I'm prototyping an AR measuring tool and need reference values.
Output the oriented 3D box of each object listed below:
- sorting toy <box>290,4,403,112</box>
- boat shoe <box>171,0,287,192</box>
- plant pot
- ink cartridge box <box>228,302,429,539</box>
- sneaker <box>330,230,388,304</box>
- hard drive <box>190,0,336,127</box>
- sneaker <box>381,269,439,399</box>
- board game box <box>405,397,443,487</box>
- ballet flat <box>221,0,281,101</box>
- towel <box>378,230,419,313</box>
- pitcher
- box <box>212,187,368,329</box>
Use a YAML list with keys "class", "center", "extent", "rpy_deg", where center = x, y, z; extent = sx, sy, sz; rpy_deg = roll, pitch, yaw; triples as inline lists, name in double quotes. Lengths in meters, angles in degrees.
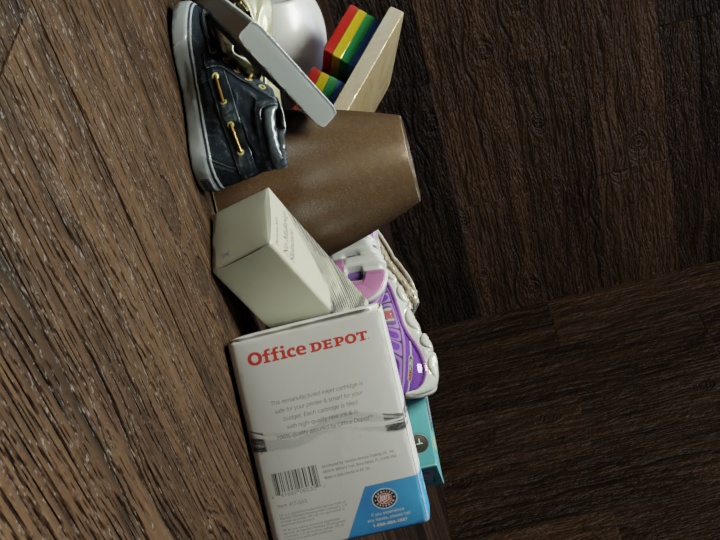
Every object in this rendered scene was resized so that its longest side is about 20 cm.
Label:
- class: "sorting toy"
  center: [-0.030, -0.207, 1.363]
  extent: [0.200, 0.069, 0.200]
  rpy_deg: [-61, 176, -16]
- class: "boat shoe"
  center: [-0.125, -0.177, 1.079]
  extent: [0.071, 0.090, 0.202]
  rpy_deg: [60, 18, -72]
- class: "plant pot"
  center: [-0.042, -0.095, 1.177]
  extent: [0.187, 0.198, 0.189]
  rpy_deg: [-13, 90, -85]
- class: "ink cartridge box"
  center: [-0.027, 0.144, 1.035]
  extent: [0.086, 0.145, 0.202]
  rpy_deg: [-13, 90, -86]
- class: "sneaker"
  center: [-0.009, -0.029, 1.291]
  extent: [0.089, 0.080, 0.202]
  rpy_deg: [77, 6, -57]
- class: "hard drive"
  center: [-0.106, -0.228, 1.144]
  extent: [0.132, 0.027, 0.200]
  rpy_deg: [44, 2, -34]
- class: "sneaker"
  center: [0.020, 0.068, 1.297]
  extent: [0.081, 0.083, 0.201]
  rpy_deg: [99, -30, -43]
- class: "board game box"
  center: [0.008, 0.171, 1.315]
  extent: [0.047, 0.149, 0.201]
  rpy_deg: [69, 9, -49]
- class: "ballet flat"
  center: [-0.134, -0.235, 1.297]
  extent: [0.069, 0.069, 0.202]
  rpy_deg: [-23, 108, -85]
- class: "towel"
  center: [0.000, 0.000, 1.415]
  extent: [0.201, 0.034, 0.133]
  rpy_deg: [56, -33, 24]
- class: "pitcher"
  center: [-0.107, -0.250, 1.410]
  extent: [0.172, 0.120, 0.202]
  rpy_deg: [-70, 161, -52]
- class: "box"
  center: [-0.064, 0.017, 1.099]
  extent: [0.200, 0.068, 0.083]
  rpy_deg: [49, 25, -43]
